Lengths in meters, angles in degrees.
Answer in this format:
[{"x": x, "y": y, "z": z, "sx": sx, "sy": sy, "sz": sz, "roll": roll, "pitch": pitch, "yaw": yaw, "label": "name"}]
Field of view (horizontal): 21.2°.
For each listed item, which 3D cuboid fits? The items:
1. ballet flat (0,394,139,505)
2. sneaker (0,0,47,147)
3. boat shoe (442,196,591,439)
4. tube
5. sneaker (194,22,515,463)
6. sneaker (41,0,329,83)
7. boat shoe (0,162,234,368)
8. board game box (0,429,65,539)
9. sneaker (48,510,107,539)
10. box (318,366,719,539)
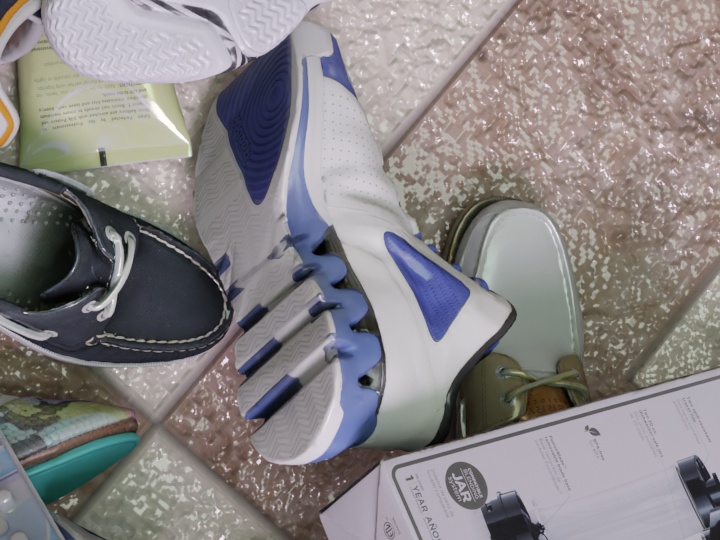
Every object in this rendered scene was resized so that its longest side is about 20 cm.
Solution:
[{"x": -0.192, "y": 0.097, "z": 0.814, "sx": 0.200, "sy": 0.069, "sz": 0.071, "roll": -34, "pitch": 73, "yaw": -14, "label": "ballet flat"}, {"x": -0.166, "y": -0.134, "z": 0.793, "sx": 0.079, "sy": 0.078, "sz": 0.200, "roll": 18, "pitch": 59, "yaw": -25, "label": "sneaker"}, {"x": 0.079, "y": 0.065, "z": 0.889, "sx": 0.075, "sy": 0.068, "sz": 0.200, "roll": -3, "pitch": 91, "yaw": -17, "label": "boat shoe"}, {"x": -0.126, "y": -0.144, "z": 0.841, "sx": 0.052, "sy": 0.058, "sz": 0.200, "roll": -13, "pitch": 96, "yaw": -48, "label": "tube"}, {"x": 0.000, "y": 0.001, "z": 0.839, "sx": 0.115, "sy": 0.081, "sz": 0.200, "roll": 15, "pitch": 52, "yaw": -38, "label": "sneaker"}, {"x": -0.056, "y": -0.135, "z": 0.818, "sx": 0.200, "sy": 0.115, "sz": 0.075, "roll": -31, "pitch": 106, "yaw": -23, "label": "sneaker"}, {"x": -0.134, "y": -0.003, "z": 0.813, "sx": 0.200, "sy": 0.060, "sz": 0.076, "roll": 15, "pitch": 82, "yaw": -30, "label": "boat shoe"}, {"x": -0.226, "y": 0.115, "z": 0.749, "sx": 0.200, "sy": 0.026, "sz": 0.200, "roll": -28, "pitch": 54, "yaw": -15, "label": "board game box"}, {"x": -0.100, "y": 0.180, "z": 0.765, "sx": 0.081, "sy": 0.199, "sz": 0.115, "roll": 33, "pitch": 88, "yaw": -33, "label": "sneaker"}, {"x": 0.096, "y": 0.118, "z": 0.798, "sx": 0.200, "sy": 0.060, "sz": 0.117, "roll": -13, "pitch": 70, "yaw": -34, "label": "box"}]
